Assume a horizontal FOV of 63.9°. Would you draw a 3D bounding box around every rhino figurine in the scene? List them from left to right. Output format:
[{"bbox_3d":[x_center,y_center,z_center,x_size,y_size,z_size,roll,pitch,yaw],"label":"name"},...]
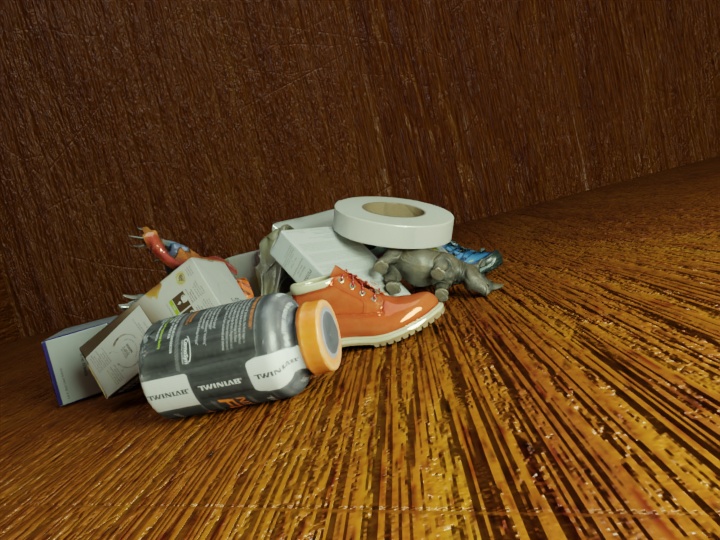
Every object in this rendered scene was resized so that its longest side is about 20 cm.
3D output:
[{"bbox_3d":[0.119,0.002,0.869,0.194,0.061,0.088,9,26,6],"label":"rhino figurine"}]

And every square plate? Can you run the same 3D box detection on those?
[{"bbox_3d":[-0.098,-0.011,1.161,0.028,0.204,0.198,17,24,37],"label":"square plate"}]

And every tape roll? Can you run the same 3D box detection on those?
[{"bbox_3d":[0.052,-0.081,0.936,0.197,0.038,0.203,5,19,-2],"label":"tape roll"}]

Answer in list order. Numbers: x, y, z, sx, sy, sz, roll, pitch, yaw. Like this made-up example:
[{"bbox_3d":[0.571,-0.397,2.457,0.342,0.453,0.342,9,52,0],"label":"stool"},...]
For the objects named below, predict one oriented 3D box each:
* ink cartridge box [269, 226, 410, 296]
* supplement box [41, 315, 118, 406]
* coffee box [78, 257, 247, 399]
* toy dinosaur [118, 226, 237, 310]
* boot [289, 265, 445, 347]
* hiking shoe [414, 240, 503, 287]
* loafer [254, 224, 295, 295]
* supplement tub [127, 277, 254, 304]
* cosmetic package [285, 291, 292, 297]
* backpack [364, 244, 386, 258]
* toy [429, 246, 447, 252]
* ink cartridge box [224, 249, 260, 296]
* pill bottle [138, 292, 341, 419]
[{"bbox_3d":[-0.020,0.013,0.875,0.158,0.200,0.048,-9,-41,-53],"label":"ink cartridge box"},{"bbox_3d":[-0.449,0.142,0.963,0.101,0.104,0.199,-16,5,-20],"label":"supplement box"},{"bbox_3d":[-0.263,0.076,0.790,0.198,0.080,0.114,-37,-8,5],"label":"coffee box"},{"bbox_3d":[-0.258,-0.024,0.823,0.196,0.108,0.180,-19,2,-28],"label":"toy dinosaur"},{"bbox_3d":[0.005,0.041,0.727,0.194,0.110,0.075,-13,3,3],"label":"boot"},{"bbox_3d":[0.163,-0.023,1.055,0.196,0.089,0.074,-11,6,39],"label":"hiking shoe"},{"bbox_3d":[-0.141,0.022,0.968,0.067,0.205,0.076,-13,-32,27],"label":"loafer"},{"bbox_3d":[-0.271,0.085,0.945,0.196,0.126,0.122,-17,6,-21],"label":"supplement tub"},{"bbox_3d":[-0.098,0.075,0.845,0.101,0.075,0.199,-12,5,26],"label":"cosmetic package"},{"bbox_3d":[0.000,0.000,1.072,0.164,0.129,0.200,-26,6,0],"label":"backpack"},{"bbox_3d":[0.087,-0.045,1.019,0.113,0.048,0.200,16,16,-27],"label":"toy"},{"bbox_3d":[-0.153,0.031,1.052,0.196,0.150,0.048,-10,5,36],"label":"ink cartridge box"},{"bbox_3d":[-0.120,0.085,0.599,0.195,0.109,0.106,-13,5,15],"label":"pill bottle"}]
